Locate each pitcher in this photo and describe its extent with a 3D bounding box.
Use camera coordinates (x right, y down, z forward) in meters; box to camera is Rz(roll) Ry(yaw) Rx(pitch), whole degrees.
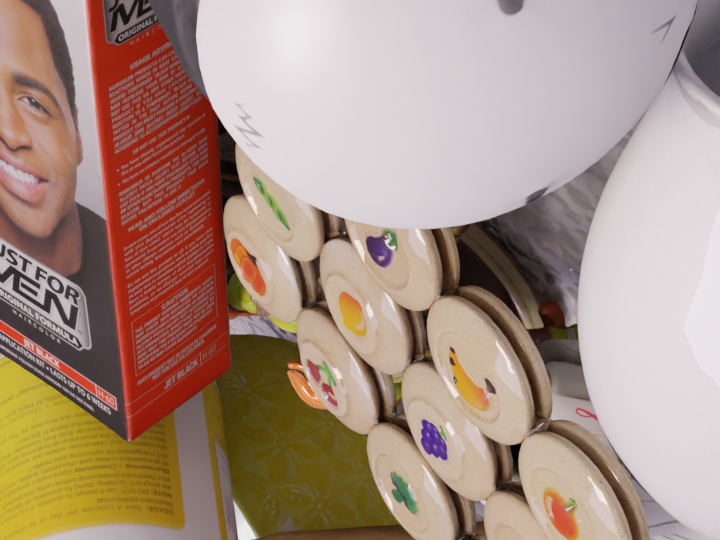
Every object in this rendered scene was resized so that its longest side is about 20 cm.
[{"bbox_3d":[0.119,0.010,0.516,0.120,0.173,0.201,-5,141,3],"label":"pitcher"}]

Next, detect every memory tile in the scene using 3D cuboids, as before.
[{"bbox_3d":[0.015,0.032,0.643,0.201,0.017,0.154,56,156,16],"label":"memory tile"}]

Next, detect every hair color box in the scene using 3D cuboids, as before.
[{"bbox_3d":[-0.104,-0.046,0.721,0.101,0.061,0.201,28,136,31],"label":"hair color box"}]

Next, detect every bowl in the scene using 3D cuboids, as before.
[{"bbox_3d":[-0.016,0.105,0.978,0.201,0.107,0.200,56,168,17],"label":"bowl"}]

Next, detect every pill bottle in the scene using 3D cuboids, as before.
[{"bbox_3d":[-0.107,0.106,0.811,0.112,0.111,0.201,76,-177,-52],"label":"pill bottle"}]

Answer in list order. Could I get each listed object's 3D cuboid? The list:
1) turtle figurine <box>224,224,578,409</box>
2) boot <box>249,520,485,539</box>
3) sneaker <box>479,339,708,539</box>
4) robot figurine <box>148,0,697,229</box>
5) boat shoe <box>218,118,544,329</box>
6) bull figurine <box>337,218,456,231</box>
[{"bbox_3d":[0.000,0.000,0.750,0.198,0.065,0.162,16,129,13],"label":"turtle figurine"},{"bbox_3d":[0.051,0.116,0.789,0.198,0.067,0.176,-4,146,4],"label":"boot"},{"bbox_3d":[0.102,0.061,0.656,0.198,0.079,0.099,-2,165,34],"label":"sneaker"},{"bbox_3d":[0.000,-0.104,0.468,0.125,0.149,0.201,-53,47,29],"label":"robot figurine"},{"bbox_3d":[-0.011,-0.007,0.841,0.199,0.072,0.072,34,156,26],"label":"boat shoe"},{"bbox_3d":[0.010,-0.100,0.621,0.121,0.065,0.201,41,140,16],"label":"bull figurine"}]
